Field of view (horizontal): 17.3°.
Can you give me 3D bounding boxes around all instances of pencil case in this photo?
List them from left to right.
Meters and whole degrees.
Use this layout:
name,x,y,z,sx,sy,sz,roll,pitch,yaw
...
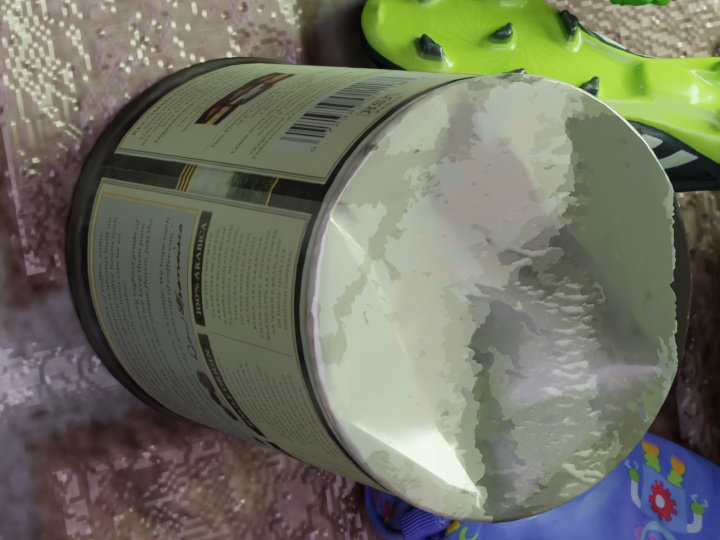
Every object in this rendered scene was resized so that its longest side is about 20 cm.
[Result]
name,x,y,z,sx,sy,sz,roll,pitch,yaw
pencil case,0.098,0.105,0.972,0.200,0.078,0.087,24,50,-28

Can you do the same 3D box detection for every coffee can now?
name,x,y,z,sx,sy,sz,roll,pitch,yaw
coffee can,0.000,0.000,0.839,0.146,0.200,0.147,-4,98,-28

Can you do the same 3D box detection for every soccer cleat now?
name,x,y,z,sx,sy,sz,roll,pitch,yaw
soccer cleat,0.090,-0.065,0.959,0.200,0.081,0.068,13,54,-12

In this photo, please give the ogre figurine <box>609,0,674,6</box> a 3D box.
name,x,y,z,sx,sy,sz,roll,pitch,yaw
ogre figurine,0.156,-0.201,0.962,0.200,0.098,0.120,-27,116,-16
